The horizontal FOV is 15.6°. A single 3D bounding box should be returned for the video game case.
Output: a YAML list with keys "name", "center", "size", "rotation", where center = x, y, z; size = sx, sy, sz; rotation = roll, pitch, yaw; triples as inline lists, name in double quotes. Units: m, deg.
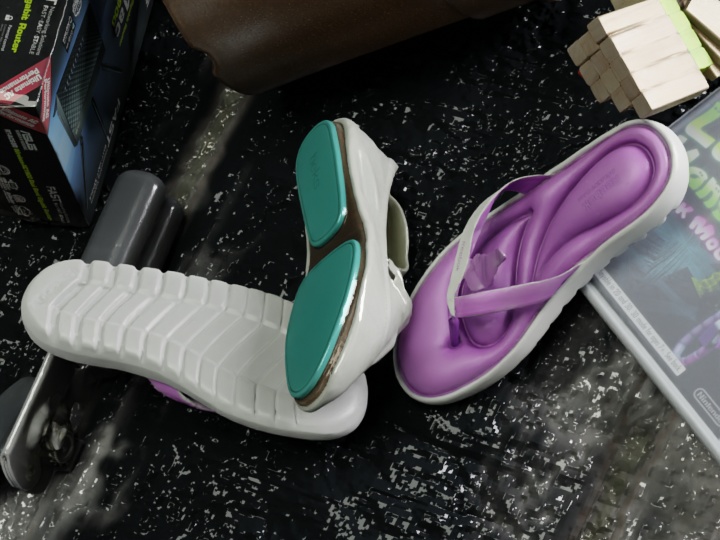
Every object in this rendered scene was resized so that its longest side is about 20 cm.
- name: "video game case"
  center: [0.216, -0.009, 1.379]
  size: [0.181, 0.023, 0.200]
  rotation: [-37, 54, 1]

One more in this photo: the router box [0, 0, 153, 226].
- name: "router box"
  center: [-0.178, -0.148, 1.554]
  size: [0.062, 0.150, 0.201]
  rotation: [9, 67, 11]

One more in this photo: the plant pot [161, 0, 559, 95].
- name: "plant pot"
  center: [-0.011, -0.208, 1.499]
  size: [0.197, 0.200, 0.201]
  rotation: [-23, 56, 20]

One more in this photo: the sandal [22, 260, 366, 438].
- name: "sandal"
  center: [-0.090, 0.046, 1.458]
  size: [0.201, 0.050, 0.083]
  rotation: [21, 54, 11]

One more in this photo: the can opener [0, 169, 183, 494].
- name: "can opener"
  center: [-0.170, 0.035, 1.514]
  size: [0.066, 0.053, 0.201]
  rotation: [10, 67, 28]

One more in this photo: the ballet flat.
- name: "ballet flat"
  center: [0.000, 0.000, 1.434]
  size: [0.069, 0.070, 0.201]
  rotation: [-15, 46, 16]

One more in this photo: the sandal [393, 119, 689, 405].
- name: "sandal"
  center: [0.085, -0.013, 1.402]
  size: [0.203, 0.050, 0.083]
  rotation: [-44, 54, 13]

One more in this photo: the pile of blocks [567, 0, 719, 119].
- name: "pile of blocks"
  center: [0.178, -0.145, 1.451]
  size: [0.200, 0.082, 0.062]
  rotation: [-54, 8, -36]
